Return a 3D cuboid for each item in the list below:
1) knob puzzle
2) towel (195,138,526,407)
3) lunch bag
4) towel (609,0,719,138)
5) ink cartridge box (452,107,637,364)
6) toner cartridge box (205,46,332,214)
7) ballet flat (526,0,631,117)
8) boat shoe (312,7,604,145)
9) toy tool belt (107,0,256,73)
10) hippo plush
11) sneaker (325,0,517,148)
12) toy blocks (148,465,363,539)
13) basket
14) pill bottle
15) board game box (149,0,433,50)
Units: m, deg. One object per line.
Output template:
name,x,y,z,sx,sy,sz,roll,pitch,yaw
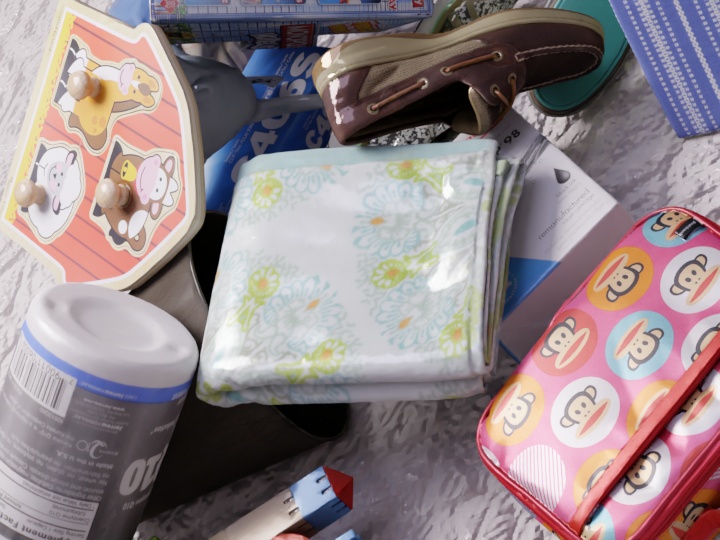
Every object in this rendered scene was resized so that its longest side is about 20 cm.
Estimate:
knob puzzle,-0.176,-0.074,1.247,0.219,0.030,0.222,-4,84,42
towel,0.000,0.000,1.148,0.198,0.048,0.172,-4,55,22
lunch bag,0.178,0.079,1.045,0.200,0.082,0.176,-51,43,1
towel,0.255,-0.168,1.122,0.199,0.145,0.024,-16,25,34
ink cartridge box,0.094,-0.033,1.213,0.116,0.067,0.200,-45,39,4
toner cartridge box,-0.084,-0.084,1.438,0.095,0.043,0.201,12,68,48
ballet flat,0.168,-0.198,1.283,0.064,0.067,0.201,-167,99,-87
boat shoe,0.071,-0.118,1.196,0.198,0.072,0.072,-9,65,-17
toy tool belt,-0.165,-0.205,1.546,0.199,0.123,0.125,13,69,47
hippo plush,-0.163,-0.091,1.383,0.159,0.199,0.162,29,104,53
sneaker,0.067,-0.128,1.334,0.088,0.077,0.200,38,86,19
toy blocks,-0.033,0.217,1.127,0.136,0.100,0.201,-32,52,6
basket,-0.133,0.087,1.278,0.199,0.136,0.181,-35,76,25
pill bottle,-0.186,0.121,1.175,0.114,0.113,0.201,47,121,50
board game box,-0.050,-0.200,1.343,0.198,0.200,0.062,-3,88,-2
